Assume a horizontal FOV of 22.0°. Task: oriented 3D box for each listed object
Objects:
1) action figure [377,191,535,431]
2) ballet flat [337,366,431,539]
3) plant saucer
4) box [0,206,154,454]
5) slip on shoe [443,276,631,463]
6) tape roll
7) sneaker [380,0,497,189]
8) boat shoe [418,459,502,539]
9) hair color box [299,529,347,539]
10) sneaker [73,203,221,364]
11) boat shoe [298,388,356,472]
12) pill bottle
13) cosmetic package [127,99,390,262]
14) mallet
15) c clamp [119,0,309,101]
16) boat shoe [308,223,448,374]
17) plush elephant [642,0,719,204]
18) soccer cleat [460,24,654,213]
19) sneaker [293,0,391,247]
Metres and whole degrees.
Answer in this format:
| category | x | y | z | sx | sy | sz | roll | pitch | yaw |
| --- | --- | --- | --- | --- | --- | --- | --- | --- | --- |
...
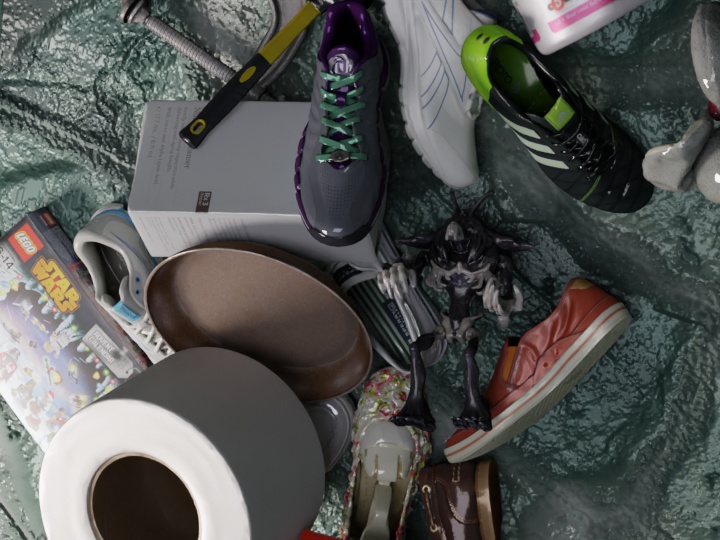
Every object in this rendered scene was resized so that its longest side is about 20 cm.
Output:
| category | x | y | z | sx | sy | sz | roll | pitch | yaw |
| --- | --- | --- | --- | --- | --- | --- | --- | --- | --- |
| action figure | 0.076 | 0.026 | 1.487 | 0.118 | 0.102 | 0.202 | 3 | 79 | 11 |
| ballet flat | 0.022 | 0.185 | 1.593 | 0.075 | 0.064 | 0.202 | 6 | 107 | -1 |
| plant saucer | -0.082 | 0.038 | 1.540 | 0.198 | 0.032 | 0.201 | 12 | 142 | 9 |
| box | -0.279 | 0.063 | 1.679 | 0.137 | 0.040 | 0.201 | -37 | 90 | 22 |
| slip on shoe | 0.137 | 0.085 | 1.530 | 0.061 | 0.074 | 0.200 | 49 | 111 | 18 |
| tape roll | -0.146 | 0.179 | 1.536 | 0.201 | 0.139 | 0.205 | 7 | 109 | 23 |
| sneaker | 0.072 | -0.165 | 1.486 | 0.086 | 0.075 | 0.202 | -9 | 102 | 15 |
| boat shoe | 0.092 | 0.260 | 1.587 | 0.070 | 0.070 | 0.202 | -7 | 93 | 13 |
| hair color box | -0.002 | 0.309 | 1.582 | 0.101 | 0.062 | 0.201 | 11 | 141 | 15 |
| sneaker | -0.186 | 0.039 | 1.617 | 0.075 | 0.087 | 0.201 | -37 | 91 | 21 |
| boat shoe | -0.086 | 0.175 | 1.625 | 0.199 | 0.068 | 0.072 | -34 | 91 | 23 |
| pill bottle | 0.142 | -0.277 | 1.408 | 0.113 | 0.113 | 0.201 | -26 | 95 | 23 |
| cosmetic package | -0.080 | -0.073 | 1.517 | 0.198 | 0.081 | 0.114 | -1 | 62 | 12 |
| mallet | -0.079 | -0.184 | 1.504 | 0.200 | 0.041 | 0.066 | -40 | 82 | -7 |
| c clamp | -0.129 | -0.204 | 1.566 | 0.200 | 0.027 | 0.171 | 40 | 113 | 5 |
| boat shoe | 0.000 | 0.000 | 1.552 | 0.200 | 0.067 | 0.074 | 47 | 113 | 3 |
| plush elephant | 0.301 | -0.114 | 1.379 | 0.164 | 0.200 | 0.156 | 26 | 129 | 3 |
| soccer cleat | 0.156 | -0.112 | 1.442 | 0.200 | 0.081 | 0.068 | 42 | 92 | -14 |
| sneaker | -0.019 | -0.120 | 1.433 | 0.074 | 0.088 | 0.202 | -2 | 59 | 9 |
